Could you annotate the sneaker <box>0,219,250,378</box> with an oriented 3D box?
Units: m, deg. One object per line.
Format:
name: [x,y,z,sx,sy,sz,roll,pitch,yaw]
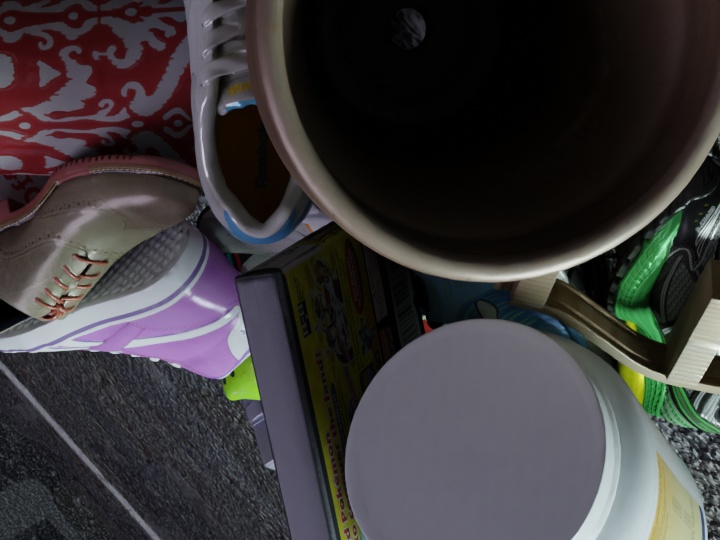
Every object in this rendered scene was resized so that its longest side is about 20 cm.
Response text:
sneaker: [-0.143,0.035,0.950,0.199,0.073,0.114,-7,145,38]

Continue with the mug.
mug: [-0.136,-0.131,0.880,0.134,0.197,0.180,110,155,-68]

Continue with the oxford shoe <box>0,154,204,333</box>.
oxford shoe: [-0.154,-0.009,0.861,0.070,0.076,0.199,20,152,-38]

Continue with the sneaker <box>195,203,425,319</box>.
sneaker: [0.000,0.000,0.903,0.197,0.093,0.076,5,-174,8]

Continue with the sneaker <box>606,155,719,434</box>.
sneaker: [0.174,0.013,0.785,0.084,0.079,0.201,17,151,22]

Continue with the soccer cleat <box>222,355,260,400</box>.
soccer cleat: [0.000,0.052,1.019,0.081,0.198,0.068,-35,64,47]

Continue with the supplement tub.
supplement tub: [0.084,0.113,0.761,0.144,0.145,0.200,31,173,30]

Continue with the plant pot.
plant pot: [0.040,-0.107,0.675,0.201,0.200,0.175,50,177,-14]

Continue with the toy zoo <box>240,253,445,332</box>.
toy zoo: [0.018,0.022,0.947,0.201,0.130,0.021,53,156,14]

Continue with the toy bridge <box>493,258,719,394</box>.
toy bridge: [0.158,0.026,0.726,0.197,0.027,0.068,13,138,-4]

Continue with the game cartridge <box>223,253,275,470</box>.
game cartridge: [-0.047,0.058,1.103,0.129,0.038,0.202,34,-149,-53]

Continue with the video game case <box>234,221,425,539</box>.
video game case: [0.001,0.077,0.795,0.025,0.181,0.203,-8,100,21]

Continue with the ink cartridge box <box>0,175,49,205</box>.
ink cartridge box: [-0.192,-0.133,0.985,0.147,0.200,0.083,51,157,-19]

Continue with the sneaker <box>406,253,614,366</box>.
sneaker: [0.073,0.000,0.840,0.089,0.079,0.200,-20,139,29]

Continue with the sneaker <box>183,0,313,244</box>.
sneaker: [-0.051,-0.114,0.776,0.081,0.075,0.203,-101,3,-82]
